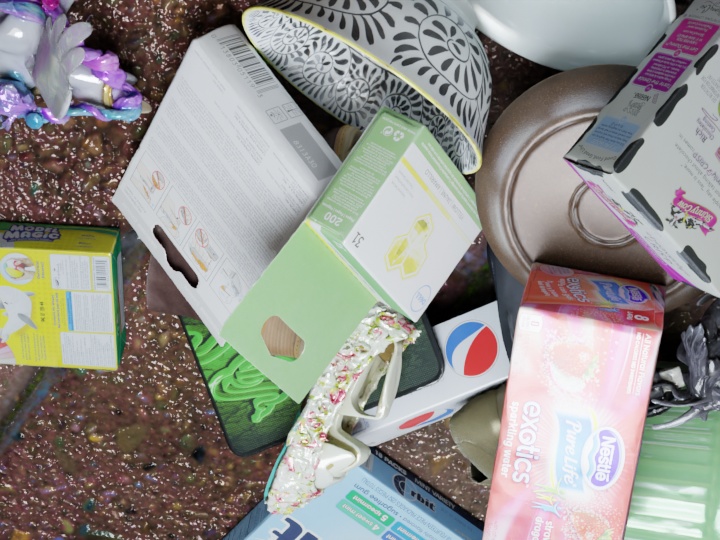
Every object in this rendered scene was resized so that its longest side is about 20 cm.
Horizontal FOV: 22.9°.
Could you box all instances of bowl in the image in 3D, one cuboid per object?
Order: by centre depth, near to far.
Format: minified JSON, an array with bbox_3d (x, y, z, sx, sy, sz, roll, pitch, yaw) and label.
[{"bbox_3d":[0.142,-0.233,1.223,0.201,0.090,0.201,27,157,13],"label":"bowl"},{"bbox_3d":[0.024,-0.163,1.271,0.201,0.201,0.094,36,80,-15],"label":"bowl"}]

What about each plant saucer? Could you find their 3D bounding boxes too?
[{"bbox_3d":[0.178,-0.047,1.260,0.200,0.032,0.201,6,117,11],"label":"plant saucer"}]

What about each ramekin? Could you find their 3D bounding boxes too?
[{"bbox_3d":[0.247,0.165,1.408,0.098,0.200,0.200,5,121,11],"label":"ramekin"}]

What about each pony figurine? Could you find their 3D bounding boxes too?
[{"bbox_3d":[-0.247,-0.176,1.298,0.200,0.167,0.193,11,152,-5],"label":"pony figurine"}]

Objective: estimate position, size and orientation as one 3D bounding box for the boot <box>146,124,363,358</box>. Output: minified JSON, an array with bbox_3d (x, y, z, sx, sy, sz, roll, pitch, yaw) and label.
[{"bbox_3d":[-0.085,-0.034,1.385,0.166,0.072,0.200,18,111,18],"label":"boot"}]

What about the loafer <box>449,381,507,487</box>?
[{"bbox_3d":[0.123,0.148,1.449,0.067,0.076,0.200,-9,146,15],"label":"loafer"}]

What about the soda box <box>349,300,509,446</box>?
[{"bbox_3d":[0.073,0.079,1.433,0.200,0.068,0.064,-22,74,17],"label":"soda box"}]

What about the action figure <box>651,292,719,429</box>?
[{"bbox_3d":[0.288,0.044,1.243,0.102,0.200,0.119,25,153,34],"label":"action figure"}]

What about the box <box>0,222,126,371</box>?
[{"bbox_3d":[-0.296,0.019,1.458,0.200,0.048,0.118,3,120,1],"label":"box"}]

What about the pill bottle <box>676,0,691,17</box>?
[{"bbox_3d":[0.238,-0.122,1.288,0.111,0.111,0.200,21,120,-7],"label":"pill bottle"}]

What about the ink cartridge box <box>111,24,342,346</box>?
[{"bbox_3d":[-0.100,-0.061,1.350,0.161,0.050,0.200,52,140,16],"label":"ink cartridge box"}]

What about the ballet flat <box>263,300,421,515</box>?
[{"bbox_3d":[-0.014,0.112,1.379,0.064,0.076,0.200,28,103,22],"label":"ballet flat"}]

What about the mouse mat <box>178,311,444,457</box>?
[{"bbox_3d":[-0.045,0.046,1.428,0.200,0.008,0.161,-23,86,18],"label":"mouse mat"}]

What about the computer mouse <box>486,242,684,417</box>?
[{"bbox_3d":[0.153,0.026,1.347,0.138,0.200,0.053,-17,161,5],"label":"computer mouse"}]

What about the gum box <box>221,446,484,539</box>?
[{"bbox_3d":[-0.015,0.252,1.567,0.170,0.045,0.200,37,117,-15],"label":"gum box"}]

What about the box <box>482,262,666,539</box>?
[{"bbox_3d":[0.152,0.108,1.262,0.102,0.095,0.200,11,111,7],"label":"box"}]

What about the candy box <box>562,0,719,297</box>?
[{"bbox_3d":[0.247,-0.102,1.175,0.200,0.061,0.136,-50,120,-7],"label":"candy box"}]

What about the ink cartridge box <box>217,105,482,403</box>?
[{"bbox_3d":[0.000,0.000,1.280,0.200,0.048,0.146,-56,147,-9],"label":"ink cartridge box"}]
